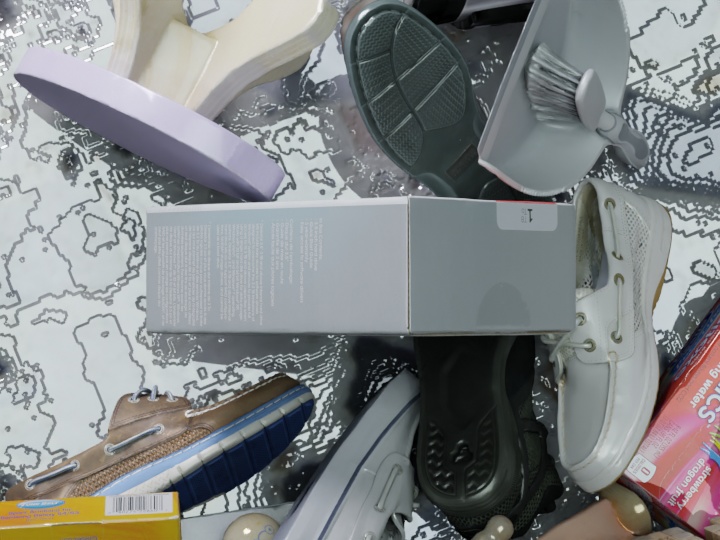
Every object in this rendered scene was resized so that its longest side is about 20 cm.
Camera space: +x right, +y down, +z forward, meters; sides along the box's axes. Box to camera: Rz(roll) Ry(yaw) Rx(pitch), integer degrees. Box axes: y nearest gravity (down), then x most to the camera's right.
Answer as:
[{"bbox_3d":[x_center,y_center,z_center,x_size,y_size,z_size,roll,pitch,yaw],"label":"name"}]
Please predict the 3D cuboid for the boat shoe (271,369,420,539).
[{"bbox_3d":[0.000,0.141,1.526,0.065,0.074,0.200,37,49,-2],"label":"boat shoe"}]

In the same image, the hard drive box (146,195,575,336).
[{"bbox_3d":[0.000,0.000,1.481,0.200,0.156,0.077,0,89,39],"label":"hard drive box"}]

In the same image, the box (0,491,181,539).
[{"bbox_3d":[-0.160,0.229,1.511,0.119,0.041,0.200,-3,113,-4],"label":"box"}]

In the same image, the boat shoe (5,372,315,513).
[{"bbox_3d":[-0.123,0.108,1.552,0.200,0.072,0.072,-29,67,-14],"label":"boat shoe"}]

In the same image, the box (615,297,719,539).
[{"bbox_3d":[0.243,0.073,1.568,0.100,0.095,0.200,37,84,-1],"label":"box"}]

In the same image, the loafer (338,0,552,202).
[{"bbox_3d":[0.041,-0.088,1.542,0.072,0.063,0.200,-41,123,-4],"label":"loafer"}]

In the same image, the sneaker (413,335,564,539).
[{"bbox_3d":[0.079,0.080,1.573,0.076,0.114,0.200,-7,54,14],"label":"sneaker"}]

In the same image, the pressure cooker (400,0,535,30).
[{"bbox_3d":[0.067,-0.238,1.540,0.200,0.176,0.179,-12,66,-14],"label":"pressure cooker"}]

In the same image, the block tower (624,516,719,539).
[{"bbox_3d":[0.204,0.174,1.481,0.200,0.054,0.058,-13,96,-11],"label":"block tower"}]

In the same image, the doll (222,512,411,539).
[{"bbox_3d":[-0.003,0.217,1.547,0.200,0.048,0.137,40,69,-3],"label":"doll"}]

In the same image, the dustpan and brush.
[{"bbox_3d":[0.135,-0.096,1.536,0.057,0.200,0.140,20,84,17],"label":"dustpan and brush"}]

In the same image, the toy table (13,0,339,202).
[{"bbox_3d":[-0.104,-0.127,1.533,0.200,0.184,0.117,24,81,28],"label":"toy table"}]

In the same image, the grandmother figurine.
[{"bbox_3d":[0.083,0.195,1.510,0.200,0.061,0.122,-30,122,-23],"label":"grandmother figurine"}]

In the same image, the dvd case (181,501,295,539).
[{"bbox_3d":[-0.083,0.223,1.573,0.199,0.016,0.149,-8,86,-4],"label":"dvd case"}]

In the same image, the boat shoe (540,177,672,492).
[{"bbox_3d":[0.137,0.035,1.549,0.069,0.071,0.200,27,55,-28],"label":"boat shoe"}]
